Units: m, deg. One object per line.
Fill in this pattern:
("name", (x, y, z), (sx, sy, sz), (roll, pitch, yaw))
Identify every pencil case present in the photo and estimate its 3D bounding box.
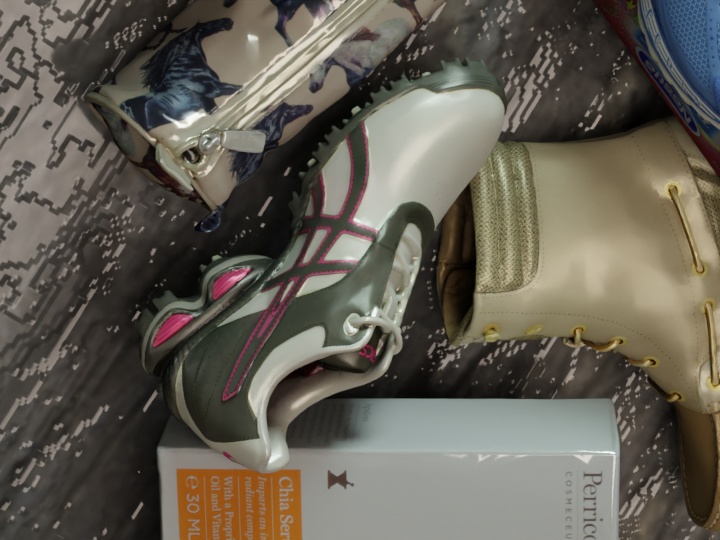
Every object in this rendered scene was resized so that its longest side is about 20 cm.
("pencil case", (-0.019, -0.109, 1.102), (0.200, 0.089, 0.078), (-42, 126, -4))

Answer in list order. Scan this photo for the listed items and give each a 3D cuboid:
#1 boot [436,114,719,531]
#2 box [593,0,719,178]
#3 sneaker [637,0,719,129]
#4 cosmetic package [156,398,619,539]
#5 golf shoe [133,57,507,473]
("boot", (0.113, 0.031, 1.191), (0.155, 0.073, 0.201), (-7, 104, -17))
("box", (0.178, -0.108, 1.127), (0.100, 0.095, 0.200), (-35, 86, -7))
("sneaker", (0.144, -0.146, 1.036), (0.078, 0.089, 0.201), (-17, 84, -4))
("cosmetic package", (0.014, 0.114, 1.148), (0.199, 0.071, 0.102), (-1, 106, 4))
("golf shoe", (0.000, 0.000, 1.108), (0.200, 0.088, 0.077), (-46, 145, 1))
